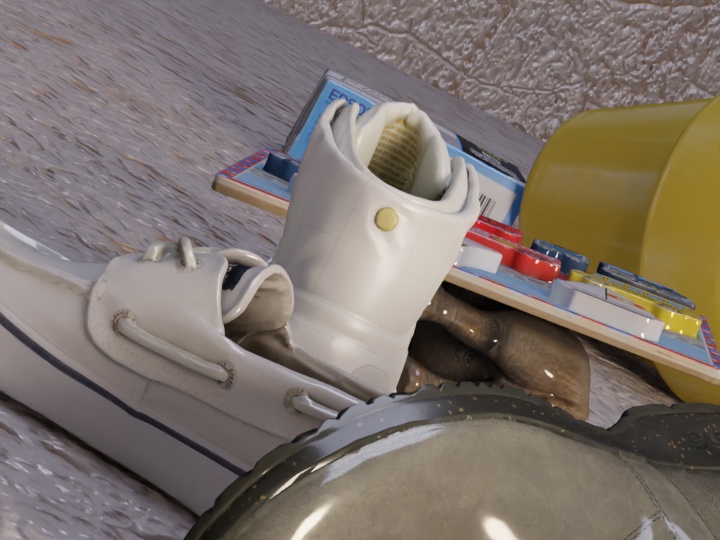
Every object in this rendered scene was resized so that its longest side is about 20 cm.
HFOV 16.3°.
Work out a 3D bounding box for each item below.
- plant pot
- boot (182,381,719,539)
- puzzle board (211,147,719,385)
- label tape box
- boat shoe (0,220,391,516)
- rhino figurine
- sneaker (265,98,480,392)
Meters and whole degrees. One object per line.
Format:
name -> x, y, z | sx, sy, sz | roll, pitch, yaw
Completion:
plant pot -> 0.201, -0.020, 1.472 | 0.188, 0.202, 0.200 | 15, -4, 44
boot -> 0.060, 0.095, 0.586 | 0.199, 0.068, 0.131 | 0, 45, -41
puzzle board -> 0.046, -0.008, 0.980 | 0.199, 0.018, 0.151 | 21, 7, 2
label tape box -> 0.027, -0.070, 1.601 | 0.143, 0.066, 0.200 | 28, 9, -4
boat shoe -> -0.044, 0.024, 0.692 | 0.199, 0.066, 0.072 | 32, 9, 25
rhino figurine -> 0.033, 0.023, 1.016 | 0.087, 0.060, 0.200 | 22, 8, -19
sneaker -> 0.000, 0.000, 0.833 | 0.073, 0.116, 0.200 | 25, 6, -5
